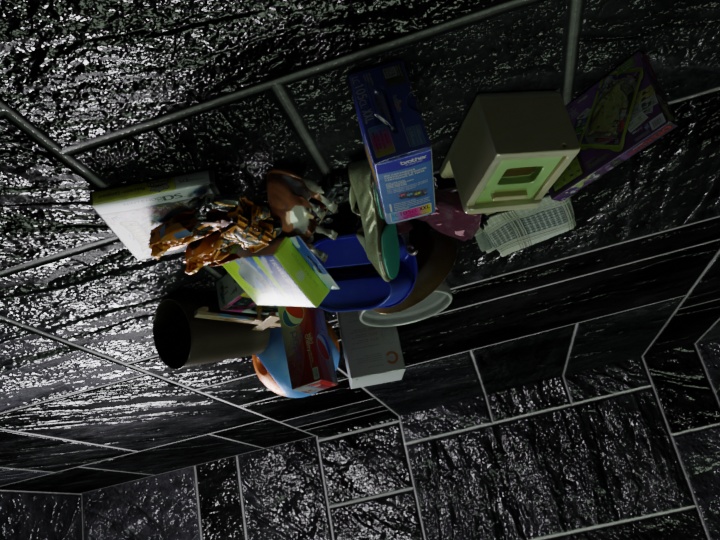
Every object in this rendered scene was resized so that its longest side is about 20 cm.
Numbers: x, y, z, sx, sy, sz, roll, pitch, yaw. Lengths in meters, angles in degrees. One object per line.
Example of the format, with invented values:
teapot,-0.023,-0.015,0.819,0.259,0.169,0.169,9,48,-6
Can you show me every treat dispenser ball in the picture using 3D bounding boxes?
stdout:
treat dispenser ball,-0.146,0.187,1.498,0.199,0.202,0.201,-10,158,-4

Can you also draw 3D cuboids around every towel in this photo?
towel,0.322,-0.090,1.303,0.199,0.035,0.192,-18,157,16

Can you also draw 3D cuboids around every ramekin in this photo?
ramekin,0.085,0.035,1.385,0.198,0.106,0.200,-10,158,-4

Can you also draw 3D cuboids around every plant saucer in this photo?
plant saucer,0.085,-0.008,1.220,0.199,0.201,0.035,-25,122,29

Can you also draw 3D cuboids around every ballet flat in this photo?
ballet flat,0.019,-0.078,1.025,0.062,0.201,0.067,7,-151,29

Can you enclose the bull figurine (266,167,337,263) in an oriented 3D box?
bull figurine,-0.098,-0.080,1.030,0.121,0.065,0.200,24,154,14

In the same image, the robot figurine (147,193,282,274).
robot figurine,-0.215,-0.053,0.992,0.199,0.059,0.145,-16,150,32

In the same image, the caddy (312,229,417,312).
caddy,0.000,0.000,1.151,0.199,0.143,0.105,-5,-176,28

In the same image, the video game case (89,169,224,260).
video game case,-0.293,-0.080,1.025,0.179,0.026,0.200,-11,157,-3

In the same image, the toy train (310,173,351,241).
toy train,-0.065,-0.099,1.087,0.045,0.034,0.200,2,154,-22

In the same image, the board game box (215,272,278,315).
board game box,-0.165,0.020,1.278,0.147,0.065,0.200,9,149,-41

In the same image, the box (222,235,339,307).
box,-0.139,0.005,1.085,0.199,0.048,0.122,-2,133,49

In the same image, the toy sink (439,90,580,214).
toy sink,0.214,-0.158,0.984,0.129,0.113,0.200,-5,157,-15

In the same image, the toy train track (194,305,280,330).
toy train track,-0.224,0.085,1.290,0.199,0.033,0.115,9,158,-27

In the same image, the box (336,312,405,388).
box,0.020,0.152,1.502,0.123,0.201,0.098,-9,157,-6

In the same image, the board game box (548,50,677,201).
board game box,0.338,-0.200,0.942,0.032,0.121,0.200,1,155,-37

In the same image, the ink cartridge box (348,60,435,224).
ink cartridge box,0.042,-0.167,0.845,0.076,0.137,0.200,-15,157,0

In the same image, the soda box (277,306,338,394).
soda box,-0.099,0.115,1.192,0.063,0.201,0.070,-21,157,19

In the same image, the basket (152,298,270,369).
basket,-0.301,0.125,1.368,0.199,0.137,0.180,0,-172,-41

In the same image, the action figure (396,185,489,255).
action figure,0.108,-0.115,1.086,0.198,0.150,0.134,13,140,-9
